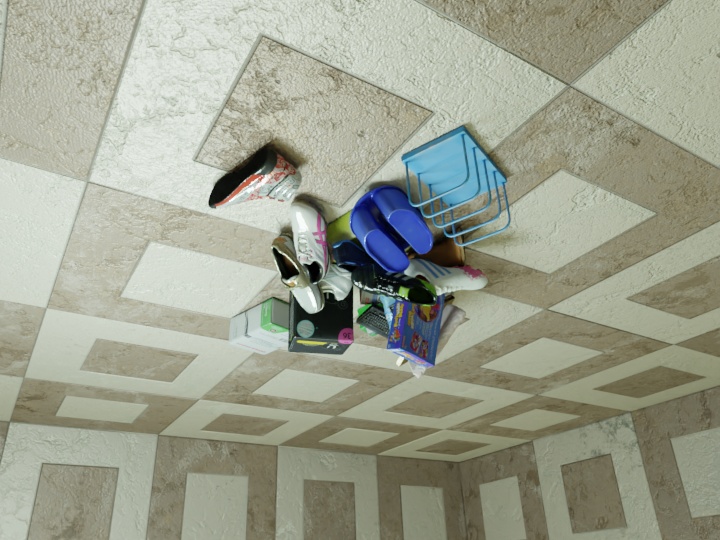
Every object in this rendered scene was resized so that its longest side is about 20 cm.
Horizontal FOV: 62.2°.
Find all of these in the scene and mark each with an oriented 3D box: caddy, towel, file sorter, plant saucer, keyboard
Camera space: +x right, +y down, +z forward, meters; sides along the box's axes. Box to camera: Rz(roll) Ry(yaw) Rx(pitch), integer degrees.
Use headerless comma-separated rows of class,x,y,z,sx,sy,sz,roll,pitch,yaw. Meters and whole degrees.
caddy,0.065,-0.092,1.275,0.141,0.106,0.200,-39,136,9
towel,0.196,0.179,1.555,0.032,0.201,0.191,35,-179,0
file sorter,0.191,-0.152,1.162,0.137,0.125,0.199,-20,148,31
plant saucer,0.005,-0.057,1.399,0.198,0.049,0.199,23,143,-39
keyboard,0.092,0.135,1.617,0.199,0.021,0.127,29,115,-39

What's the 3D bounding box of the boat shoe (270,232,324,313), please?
boat shoe,-0.152,0.016,1.376,0.074,0.068,0.202,-21,103,30

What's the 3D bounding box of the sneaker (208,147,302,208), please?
sneaker,-0.206,-0.157,1.178,0.200,0.068,0.107,-27,141,34

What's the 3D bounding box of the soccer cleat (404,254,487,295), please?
soccer cleat,0.196,0.028,1.386,0.196,0.087,0.070,12,147,0

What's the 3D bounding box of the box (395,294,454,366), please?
box,0.182,0.166,1.669,0.163,0.021,0.202,-16,138,-58

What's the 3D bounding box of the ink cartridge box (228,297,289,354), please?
ink cartridge box,-0.272,0.168,1.752,0.198,0.085,0.145,-24,145,35

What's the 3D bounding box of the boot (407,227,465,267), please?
boot,0.172,-0.039,1.438,0.152,0.078,0.201,0,159,3

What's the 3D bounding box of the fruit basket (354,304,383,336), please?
fruit basket,0.096,0.141,1.727,0.198,0.095,0.184,20,144,-40

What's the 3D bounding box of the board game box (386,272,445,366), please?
board game box,0.138,0.114,1.441,0.044,0.203,0.134,-10,149,44

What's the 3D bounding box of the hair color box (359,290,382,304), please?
hair color box,0.097,0.039,1.569,0.196,0.065,0.111,-2,151,-3

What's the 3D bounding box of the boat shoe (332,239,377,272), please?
boat shoe,0.000,0.000,1.379,0.084,0.070,0.198,-26,144,37

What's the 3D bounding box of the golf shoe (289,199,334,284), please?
golf shoe,-0.108,-0.061,1.297,0.071,0.093,0.202,-1,133,22

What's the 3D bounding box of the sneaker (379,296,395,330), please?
sneaker,0.100,0.112,1.518,0.077,0.091,0.202,-15,133,5

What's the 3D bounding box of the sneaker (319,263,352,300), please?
sneaker,-0.110,0.006,1.426,0.197,0.081,0.070,23,172,-2

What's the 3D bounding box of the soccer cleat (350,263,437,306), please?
soccer cleat,0.076,0.033,1.303,0.196,0.069,0.081,14,-171,-6

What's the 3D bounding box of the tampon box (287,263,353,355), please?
tampon box,-0.101,0.096,1.501,0.147,0.203,0.126,4,156,-14
